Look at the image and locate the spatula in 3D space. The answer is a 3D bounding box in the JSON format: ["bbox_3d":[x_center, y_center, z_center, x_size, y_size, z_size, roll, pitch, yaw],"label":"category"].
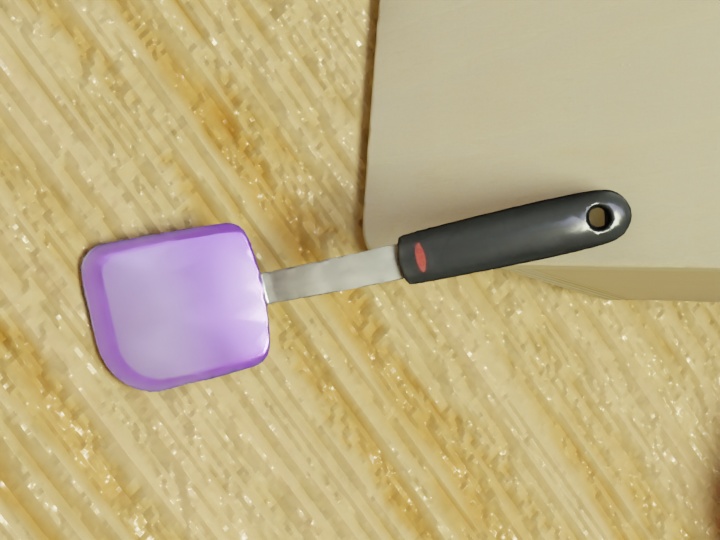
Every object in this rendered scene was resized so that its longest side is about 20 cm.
[{"bbox_3d":[0.000,0.000,0.851,0.198,0.021,0.057,-12,92,8],"label":"spatula"}]

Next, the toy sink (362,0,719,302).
[{"bbox_3d":[0.116,-0.057,0.905,0.112,0.199,0.132,15,77,-57],"label":"toy sink"}]
